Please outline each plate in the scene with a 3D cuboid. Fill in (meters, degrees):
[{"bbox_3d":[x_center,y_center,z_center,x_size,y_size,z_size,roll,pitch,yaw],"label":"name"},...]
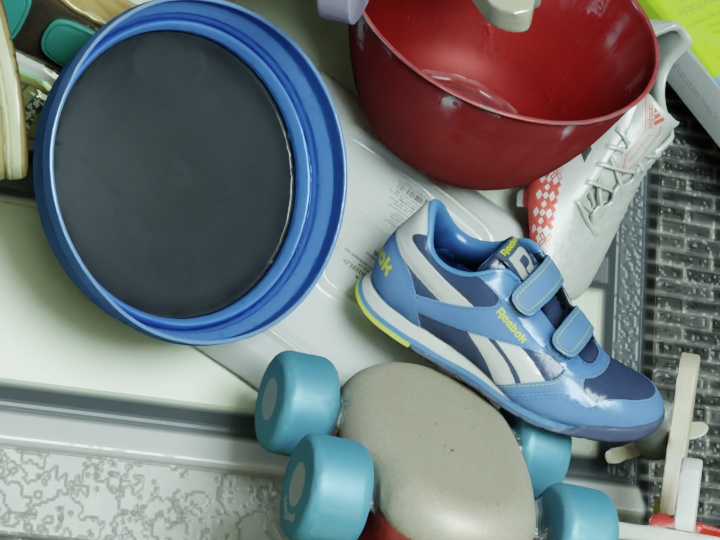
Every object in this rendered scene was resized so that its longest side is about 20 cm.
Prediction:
[{"bbox_3d":[0.000,0.000,1.273,0.199,0.032,0.200,37,68,-11],"label":"plate"}]

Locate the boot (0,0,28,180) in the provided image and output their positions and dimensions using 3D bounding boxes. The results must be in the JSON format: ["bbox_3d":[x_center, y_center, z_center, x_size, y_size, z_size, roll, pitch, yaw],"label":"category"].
[{"bbox_3d":[-0.270,-0.126,1.100,0.154,0.072,0.200,-18,84,-15],"label":"boot"}]

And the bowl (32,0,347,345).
[{"bbox_3d":[-0.099,-0.056,1.178,0.200,0.039,0.201,2,86,-36],"label":"bowl"}]

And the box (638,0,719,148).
[{"bbox_3d":[0.277,-0.133,1.369,0.122,0.048,0.200,-24,68,-25],"label":"box"}]

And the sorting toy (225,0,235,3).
[{"bbox_3d":[-0.119,-0.278,1.194,0.199,0.200,0.070,28,49,-11],"label":"sorting toy"}]

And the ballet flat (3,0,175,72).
[{"bbox_3d":[-0.191,-0.159,1.219,0.200,0.069,0.063,29,42,-17],"label":"ballet flat"}]

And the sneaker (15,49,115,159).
[{"bbox_3d":[-0.238,-0.094,1.180,0.200,0.077,0.089,28,80,-8],"label":"sneaker"}]

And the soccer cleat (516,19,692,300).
[{"bbox_3d":[0.161,-0.076,1.318,0.069,0.085,0.200,34,64,-39],"label":"soccer cleat"}]

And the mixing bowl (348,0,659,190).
[{"bbox_3d":[0.074,-0.123,1.266,0.200,0.108,0.200,12,44,-11],"label":"mixing bowl"}]

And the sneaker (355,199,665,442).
[{"bbox_3d":[0.096,0.031,1.206,0.200,0.074,0.082,29,113,6],"label":"sneaker"}]

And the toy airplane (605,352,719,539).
[{"bbox_3d":[0.180,0.178,1.245,0.200,0.141,0.199,-44,128,-49],"label":"toy airplane"}]

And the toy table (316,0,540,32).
[{"bbox_3d":[0.056,-0.219,1.163,0.117,0.184,0.200,12,72,6],"label":"toy table"}]

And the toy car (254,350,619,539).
[{"bbox_3d":[0.017,0.174,1.190,0.184,0.177,0.200,13,115,-20],"label":"toy car"}]
